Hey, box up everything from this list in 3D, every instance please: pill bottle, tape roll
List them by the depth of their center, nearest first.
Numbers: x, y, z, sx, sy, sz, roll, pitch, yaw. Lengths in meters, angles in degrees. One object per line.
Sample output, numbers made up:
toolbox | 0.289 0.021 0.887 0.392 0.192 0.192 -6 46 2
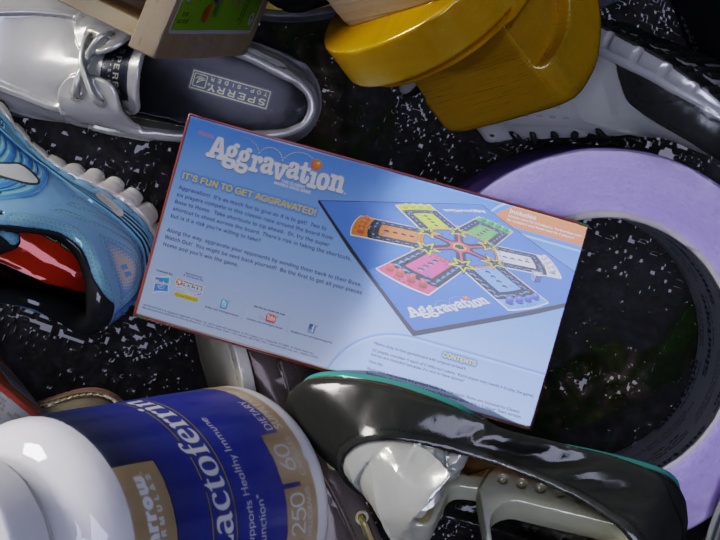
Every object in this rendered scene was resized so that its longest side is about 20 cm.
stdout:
pill bottle | -0.118 0.120 1.197 0.116 0.200 0.116 5 98 39
tape roll | 0.114 0.037 1.313 0.200 0.085 0.200 0 93 -5

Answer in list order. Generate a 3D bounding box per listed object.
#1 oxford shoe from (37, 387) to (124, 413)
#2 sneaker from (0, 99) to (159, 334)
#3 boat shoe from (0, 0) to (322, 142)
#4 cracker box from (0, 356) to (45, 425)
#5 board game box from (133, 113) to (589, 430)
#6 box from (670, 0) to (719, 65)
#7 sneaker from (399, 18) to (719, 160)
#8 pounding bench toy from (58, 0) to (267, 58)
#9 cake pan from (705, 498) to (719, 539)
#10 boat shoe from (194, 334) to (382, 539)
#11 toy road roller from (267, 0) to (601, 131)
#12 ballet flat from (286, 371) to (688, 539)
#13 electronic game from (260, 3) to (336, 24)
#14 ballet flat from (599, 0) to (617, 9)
oxford shoe | -0.195 0.130 1.297 0.200 0.074 0.071 -37 96 -2
sneaker | -0.190 -0.035 1.267 0.200 0.090 0.078 27 122 -5
boat shoe | -0.117 -0.097 1.293 0.200 0.066 0.072 16 93 -6
cracker box | -0.257 0.100 1.259 0.200 0.134 0.058 -44 135 -1
board game box | 0.000 0.000 1.255 0.200 0.019 0.103 16 93 6
box | 0.204 -0.177 1.257 0.104 0.182 0.200 -22 96 -4
sneaker | 0.104 -0.088 1.266 0.200 0.074 0.080 27 102 32
pounding bench toy | -0.103 -0.221 1.213 0.156 0.124 0.200 27 103 13
cake pan | 0.262 0.142 1.313 0.200 0.037 0.200 -11 114 -25
boat shoe | -0.034 0.078 1.308 0.059 0.072 0.200 -16 87 -15
toy road roller | 0.054 -0.157 1.202 0.146 0.123 0.200 53 50 -24
ballet flat | 0.054 0.101 1.223 0.200 0.068 0.068 14 48 8
electronic game | -0.036 -0.223 1.304 0.200 0.042 0.200 0 94 -4
ballet flat | 0.099 -0.226 1.291 0.072 0.072 0.200 -21 103 -3
